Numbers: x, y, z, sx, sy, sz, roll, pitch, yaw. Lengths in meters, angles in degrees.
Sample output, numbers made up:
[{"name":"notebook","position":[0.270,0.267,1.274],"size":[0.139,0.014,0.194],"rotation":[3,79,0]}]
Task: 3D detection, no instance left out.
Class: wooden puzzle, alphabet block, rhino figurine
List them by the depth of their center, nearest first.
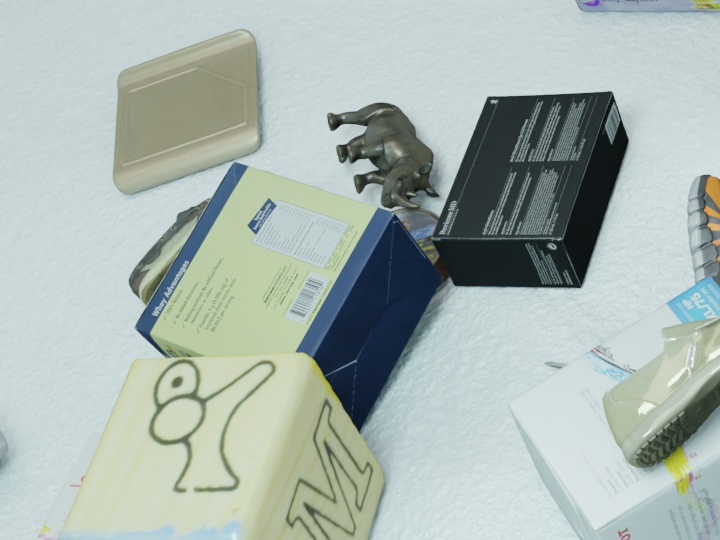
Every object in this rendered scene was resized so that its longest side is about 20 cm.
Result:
[{"name":"alphabet block","position":[-0.116,0.209,1.627],"size":[0.195,0.197,0.200],"rotation":[-2,48,26]},{"name":"rhino figurine","position":[0.031,-0.119,1.960],"size":[0.087,0.060,0.200],"rotation":[-16,34,-8]},{"name":"wooden puzzle","position":[-0.204,-0.187,2.197],"size":[0.185,0.037,0.200],"rotation":[-18,47,12]}]

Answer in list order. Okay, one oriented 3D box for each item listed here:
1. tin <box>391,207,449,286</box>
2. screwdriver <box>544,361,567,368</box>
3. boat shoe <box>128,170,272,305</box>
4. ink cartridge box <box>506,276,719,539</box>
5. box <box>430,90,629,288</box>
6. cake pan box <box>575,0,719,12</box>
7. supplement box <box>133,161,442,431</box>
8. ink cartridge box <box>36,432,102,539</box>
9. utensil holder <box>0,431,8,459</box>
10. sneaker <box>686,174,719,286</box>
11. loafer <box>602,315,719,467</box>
[{"name":"tin","position":[0.000,0.000,1.890],"size":[0.199,0.042,0.112],"rotation":[-15,39,16]},{"name":"screwdriver","position":[0.252,0.094,1.653],"size":[0.200,0.029,0.028],"rotation":[11,55,29]},{"name":"boat shoe","position":[-0.173,-0.042,2.003],"size":[0.201,0.072,0.066],"rotation":[-46,49,-12]},{"name":"ink cartridge box","position":[0.250,0.140,1.509],"size":[0.200,0.147,0.146],"rotation":[-31,54,-3]},{"name":"box","position":[0.172,-0.082,1.844],"size":[0.141,0.079,0.200],"rotation":[3,51,27]},{"name":"cake pan box","position":[0.342,-0.377,2.031],"size":[0.184,0.052,0.200],"rotation":[8,69,32]},{"name":"supplement box","position":[-0.068,0.031,1.782],"size":[0.199,0.134,0.200],"rotation":[19,71,33]},{"name":"ink cartridge box","position":[-0.237,0.254,1.746],"size":[0.117,0.067,0.200],"rotation":[0,50,30]},{"name":"utensil holder","position":[-0.481,0.197,1.867],"size":[0.170,0.170,0.200],"rotation":[22,59,42]},{"name":"sneaker","position":[0.359,-0.007,1.677],"size":[0.112,0.078,0.200],"rotation":[-11,55,14]},{"name":"loafer","position":[0.264,0.064,1.415],"size":[0.200,0.076,0.068],"rotation":[-39,61,-7]}]
